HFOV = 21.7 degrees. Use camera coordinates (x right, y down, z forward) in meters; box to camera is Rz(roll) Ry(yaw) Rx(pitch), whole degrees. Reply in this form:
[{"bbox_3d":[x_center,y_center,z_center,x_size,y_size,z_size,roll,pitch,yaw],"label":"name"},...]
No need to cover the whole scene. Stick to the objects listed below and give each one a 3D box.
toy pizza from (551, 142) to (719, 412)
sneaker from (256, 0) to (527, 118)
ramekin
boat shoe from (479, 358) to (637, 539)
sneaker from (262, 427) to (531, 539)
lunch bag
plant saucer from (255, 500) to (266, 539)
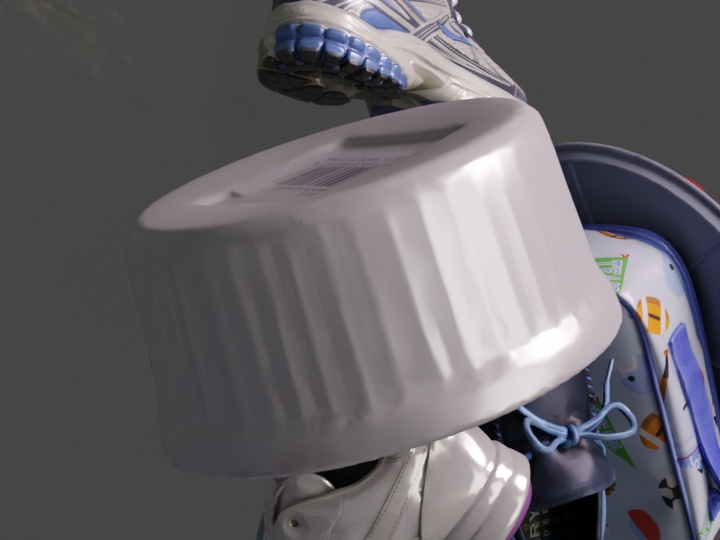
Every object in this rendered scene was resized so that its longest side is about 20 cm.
[{"bbox_3d":[0.148,0.016,1.002,0.032,0.199,0.201,-40,125,-36],"label":"toy pizza"},{"bbox_3d":[0.027,-0.117,0.925,0.200,0.077,0.086,18,72,-57],"label":"sneaker"},{"bbox_3d":[0.000,0.000,0.776,0.200,0.200,0.098,-34,112,-52],"label":"ramekin"},{"bbox_3d":[0.097,0.093,0.899,0.084,0.069,0.201,-19,112,-20],"label":"boat shoe"},{"bbox_3d":[-0.021,0.132,0.815,0.100,0.075,0.200,40,96,-14],"label":"sneaker"},{"bbox_3d":[0.116,0.072,0.990,0.076,0.159,0.201,-50,130,-45],"label":"lunch bag"},{"bbox_3d":[0.023,0.130,0.917,0.199,0.027,0.201,-10,106,-37],"label":"plant saucer"}]
